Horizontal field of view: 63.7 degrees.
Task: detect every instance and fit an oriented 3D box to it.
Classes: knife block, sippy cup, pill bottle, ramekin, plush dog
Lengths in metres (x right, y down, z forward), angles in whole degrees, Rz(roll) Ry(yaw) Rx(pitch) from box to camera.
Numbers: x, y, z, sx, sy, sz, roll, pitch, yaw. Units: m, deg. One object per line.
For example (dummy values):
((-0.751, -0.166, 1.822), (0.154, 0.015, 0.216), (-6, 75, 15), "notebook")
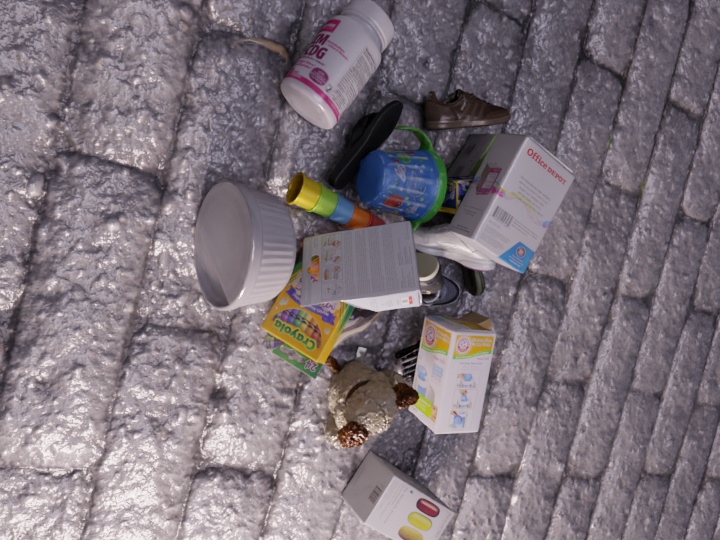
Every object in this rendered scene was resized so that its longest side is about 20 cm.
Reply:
((0.166, 0.158, 1.219), (0.174, 0.064, 0.202), (28, 87, -30), "knife block")
((0.067, -0.161, 1.057), (0.129, 0.139, 0.180), (4, 65, -34), "sippy cup")
((-0.036, -0.353, 0.984), (0.113, 0.113, 0.201), (40, 80, -28), "pill bottle")
((-0.183, -0.038, 0.927), (0.093, 0.201, 0.205), (1, 100, -41), "ramekin")
((0.009, 0.243, 1.090), (0.199, 0.171, 0.162), (-36, 114, -16), "plush dog")

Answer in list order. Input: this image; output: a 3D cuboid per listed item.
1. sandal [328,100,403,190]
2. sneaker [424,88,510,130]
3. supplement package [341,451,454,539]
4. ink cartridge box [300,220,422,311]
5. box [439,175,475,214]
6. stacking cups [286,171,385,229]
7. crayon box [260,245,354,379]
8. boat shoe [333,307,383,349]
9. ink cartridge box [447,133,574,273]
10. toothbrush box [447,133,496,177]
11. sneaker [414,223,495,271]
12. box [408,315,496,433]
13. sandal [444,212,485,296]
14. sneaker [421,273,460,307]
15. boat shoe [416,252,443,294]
((0.002, -0.239, 1.056), (0.048, 0.075, 0.201), (39, 86, 17), "sandal")
((0.217, -0.323, 1.150), (0.198, 0.070, 0.077), (-12, 104, -26), "sneaker")
((0.080, 0.488, 1.212), (0.199, 0.109, 0.114), (39, 82, -28), "supplement package")
((0.000, 0.000, 0.996), (0.197, 0.164, 0.050), (-10, 138, 8), "ink cartridge box")
((0.247, -0.149, 1.103), (0.198, 0.070, 0.065), (-8, 105, -24), "box")
((-0.036, -0.115, 1.061), (0.198, 0.060, 0.061), (21, 90, -31), "stacking cups")
((-0.088, 0.075, 1.034), (0.202, 0.125, 0.052), (-61, 164, -4), "crayon box")
((-0.032, 0.083, 1.094), (0.199, 0.074, 0.074), (-36, 114, -19), "boat shoe")
((0.269, -0.121, 1.032), (0.144, 0.085, 0.202), (28, 92, -30), "ink cartridge box")
((0.276, -0.163, 1.202), (0.199, 0.086, 0.146), (36, 85, -27), "toothbrush box")
((0.177, -0.070, 1.133), (0.198, 0.075, 0.101), (17, 111, 10), "sneaker")
((0.177, 0.199, 1.133), (0.100, 0.112, 0.203), (5, 99, -25), "box")
((0.209, -0.031, 1.202), (0.057, 0.080, 0.203), (-21, 110, -8), "sandal")
((0.138, 0.041, 1.153), (0.198, 0.114, 0.076), (13, 94, -29), "sneaker")
((0.061, -0.006, 1.066), (0.074, 0.200, 0.063), (-58, 143, -23), "boat shoe")
